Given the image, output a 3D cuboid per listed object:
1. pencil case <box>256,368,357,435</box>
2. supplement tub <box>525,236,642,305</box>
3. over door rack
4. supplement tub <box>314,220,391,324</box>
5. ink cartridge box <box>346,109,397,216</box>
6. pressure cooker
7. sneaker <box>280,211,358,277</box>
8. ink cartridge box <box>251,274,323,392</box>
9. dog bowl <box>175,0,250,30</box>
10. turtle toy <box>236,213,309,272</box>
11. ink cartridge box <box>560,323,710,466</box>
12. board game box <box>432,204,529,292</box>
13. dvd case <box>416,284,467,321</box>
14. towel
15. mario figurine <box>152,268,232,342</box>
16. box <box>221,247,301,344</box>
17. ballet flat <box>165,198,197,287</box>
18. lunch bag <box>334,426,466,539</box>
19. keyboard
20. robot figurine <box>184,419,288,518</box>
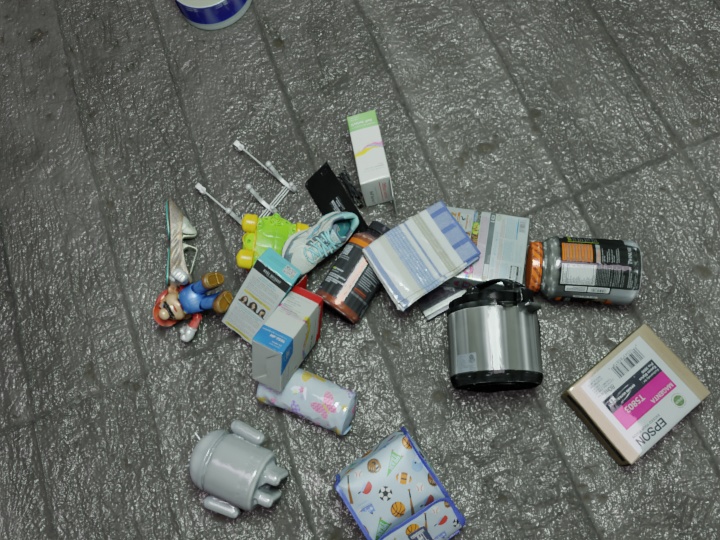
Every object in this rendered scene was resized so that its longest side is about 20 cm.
[{"bbox_3d":[-0.104,0.248,1.190,0.197,0.083,0.092,18,95,13],"label":"pencil case"},{"bbox_3d":[0.424,-0.001,1.177,0.196,0.123,0.125,4,73,9],"label":"supplement tub"},{"bbox_3d":[-0.260,-0.188,1.358,0.199,0.067,0.148,37,80,17],"label":"over door rack"},{"bbox_3d":[0.000,0.000,1.241,0.106,0.107,0.202,31,80,16],"label":"supplement tub"},{"bbox_3d":[0.026,-0.218,1.302,0.066,0.117,0.204,-13,70,4],"label":"ink cartridge box"},{"bbox_3d":[0.247,0.117,1.134,0.172,0.179,0.204,-4,72,9],"label":"pressure cooker"},{"bbox_3d":[-0.079,-0.061,1.224,0.200,0.086,0.078,-47,113,-34],"label":"sneaker"},{"bbox_3d":[-0.129,0.116,1.175,0.066,0.118,0.201,22,44,14],"label":"ink cartridge box"},{"bbox_3d":[-0.374,-0.713,1.535,0.196,0.079,0.204,-2,72,7],"label":"dog bowl"},{"bbox_3d":[-0.188,-0.021,1.276,0.143,0.101,0.204,10,75,-14],"label":"turtle toy"},{"bbox_3d":[0.499,0.227,1.120,0.199,0.075,0.165,-38,70,-6],"label":"ink cartridge box"},{"bbox_3d":[0.229,-0.040,1.232,0.196,0.064,0.150,10,72,8],"label":"board game box"},{"bbox_3d":[0.156,-0.016,1.274,0.147,0.016,0.202,-27,70,-3],"label":"dvd case"},{"bbox_3d":[0.117,-0.031,1.185,0.198,0.024,0.148,-32,74,-11],"label":"towel"},{"bbox_3d":[-0.357,0.072,1.241,0.198,0.105,0.126,-19,66,35],"label":"mario figurine"},{"bbox_3d":[-0.197,0.053,1.202,0.082,0.201,0.049,37,38,-1],"label":"box"},{"bbox_3d":[-0.393,-0.059,1.345,0.066,0.068,0.204,-2,77,-13],"label":"ballet flat"},{"bbox_3d":[0.072,0.415,1.096,0.168,0.124,0.202,-32,85,-3],"label":"lunch bag"},{"bbox_3d":[-0.036,-0.144,1.339,0.104,0.039,0.202,-38,71,19],"label":"keyboard"},{"bbox_3d":[-0.237,0.373,1.151,0.197,0.113,0.173,18,82,13],"label":"robot figurine"}]
